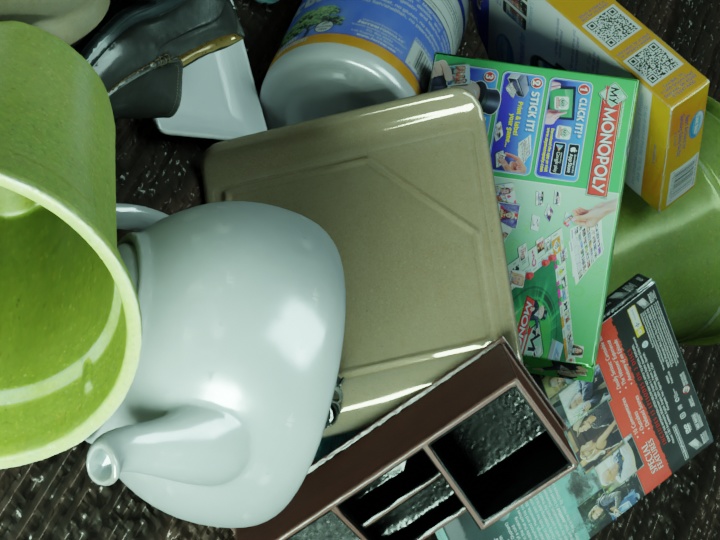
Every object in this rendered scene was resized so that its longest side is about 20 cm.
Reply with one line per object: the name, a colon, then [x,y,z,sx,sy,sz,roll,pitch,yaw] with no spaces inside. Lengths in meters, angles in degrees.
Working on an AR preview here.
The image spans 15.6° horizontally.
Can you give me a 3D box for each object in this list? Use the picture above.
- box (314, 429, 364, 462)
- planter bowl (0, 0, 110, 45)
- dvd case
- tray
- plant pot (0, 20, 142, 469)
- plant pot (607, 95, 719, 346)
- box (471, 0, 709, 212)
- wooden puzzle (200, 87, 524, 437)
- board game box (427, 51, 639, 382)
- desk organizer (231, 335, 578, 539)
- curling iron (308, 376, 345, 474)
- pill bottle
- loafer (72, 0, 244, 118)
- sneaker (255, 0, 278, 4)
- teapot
box: [0.052,0.112,1.692,0.200,0.049,0.082,10,88,-49]
planter bowl: [-0.212,-0.194,1.464,0.200,0.200,0.135,-58,142,-50]
dvd case: [0.129,0.112,1.677,0.200,0.022,0.146,-37,126,-17]
tray: [-0.123,-0.173,1.689,0.107,0.022,0.200,3,67,-51]
plant pot: [-0.204,-0.030,1.375,0.200,0.200,0.184,44,28,-27]
plant pot: [0.167,-0.014,1.845,0.190,0.200,0.200,-23,88,-44]
box: [0.150,-0.142,1.768,0.041,0.119,0.200,-34,62,-19]
wooden puzzle: [0.000,0.000,1.618,0.037,0.185,0.200,49,30,-66]
board game box: [0.096,-0.036,1.655,0.029,0.134,0.200,84,16,-67]
desk organizer: [0.024,0.131,1.529,0.072,0.200,0.077,54,5,-14]
curling iron: [-0.014,0.141,1.588,0.026,0.049,0.200,-75,151,-64]
pill bottle: [0.010,-0.159,1.774,0.112,0.112,0.200,48,38,-22]
loafer: [-0.134,-0.122,1.581,0.072,0.073,0.200,49,51,-12]
sneaker: [-0.028,-0.268,1.813,0.078,0.086,0.200,41,41,-30]
teapot: [-0.104,0.043,1.470,0.146,0.200,0.198,13,75,-16]
